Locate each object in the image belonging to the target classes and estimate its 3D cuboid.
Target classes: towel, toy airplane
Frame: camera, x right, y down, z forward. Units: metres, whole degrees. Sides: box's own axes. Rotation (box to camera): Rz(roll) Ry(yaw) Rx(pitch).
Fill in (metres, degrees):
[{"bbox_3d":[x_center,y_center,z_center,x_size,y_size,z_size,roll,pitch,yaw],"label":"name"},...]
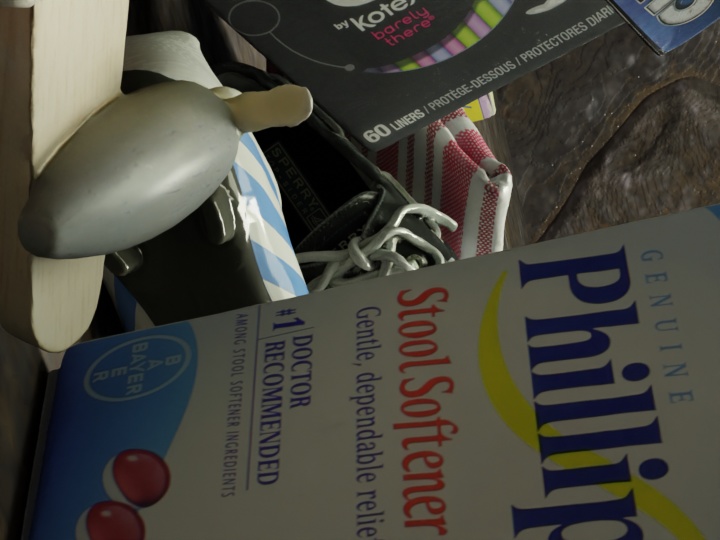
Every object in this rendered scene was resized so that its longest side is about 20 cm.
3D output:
[{"bbox_3d":[0.011,-0.048,0.999,0.200,0.030,0.146,57,-23,36],"label":"towel"},{"bbox_3d":[-0.054,-0.098,0.539,0.200,0.141,0.199,97,2,-72],"label":"toy airplane"}]

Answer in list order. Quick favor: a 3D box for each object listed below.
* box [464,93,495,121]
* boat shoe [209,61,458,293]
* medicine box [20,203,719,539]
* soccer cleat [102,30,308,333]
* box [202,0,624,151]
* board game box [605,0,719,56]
[{"bbox_3d":[-0.005,-0.195,1.257,0.200,0.097,0.176,-97,170,-46],"label":"box"},{"bbox_3d":[0.002,-0.002,0.896,0.199,0.074,0.068,58,2,27],"label":"boat shoe"},{"bbox_3d":[0.026,0.086,0.589,0.182,0.200,0.103,-91,166,-59],"label":"medicine box"},{"bbox_3d":[-0.036,0.019,0.739,0.086,0.070,0.200,-76,151,-68],"label":"soccer cleat"},{"bbox_3d":[-0.008,-0.152,0.839,0.200,0.122,0.106,40,32,-42],"label":"box"},{"bbox_3d":[0.023,-0.161,0.652,0.135,0.035,0.200,33,24,-54],"label":"board game box"}]
